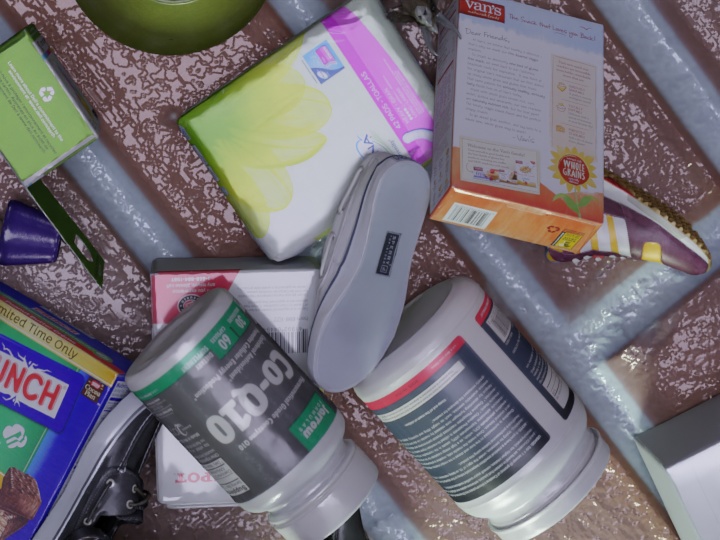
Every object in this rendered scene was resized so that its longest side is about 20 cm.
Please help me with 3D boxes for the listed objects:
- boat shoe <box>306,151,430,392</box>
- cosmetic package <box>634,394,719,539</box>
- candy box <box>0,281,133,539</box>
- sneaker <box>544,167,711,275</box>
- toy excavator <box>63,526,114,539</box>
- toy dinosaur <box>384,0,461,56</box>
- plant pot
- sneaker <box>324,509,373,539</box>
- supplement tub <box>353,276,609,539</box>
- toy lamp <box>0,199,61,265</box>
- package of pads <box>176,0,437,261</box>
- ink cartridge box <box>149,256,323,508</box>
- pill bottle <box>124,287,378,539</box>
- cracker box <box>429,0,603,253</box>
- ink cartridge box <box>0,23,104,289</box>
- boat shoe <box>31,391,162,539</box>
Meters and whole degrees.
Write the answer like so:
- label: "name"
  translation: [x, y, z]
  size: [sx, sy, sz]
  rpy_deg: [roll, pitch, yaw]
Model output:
- label: "boat shoe"
  translation: [0.000, 0.000, 1.663]
  size: [0.073, 0.065, 0.201]
  rpy_deg: [22, 92, -33]
- label: "cosmetic package"
  translation: [0.378, 0.200, 1.771]
  size: [0.199, 0.123, 0.200]
  rpy_deg: [-27, 100, 0]
- label: "candy box"
  translation: [-0.298, 0.131, 1.687]
  size: [0.169, 0.077, 0.201]
  rpy_deg: [29, 94, 16]
- label: "sneaker"
  translation: [0.206, -0.036, 1.747]
  size: [0.199, 0.075, 0.090]
  rpy_deg: [31, 103, -3]
- label: "toy excavator"
  translation: [-0.143, 0.271, 1.587]
  size: [0.199, 0.100, 0.195]
  rpy_deg: [31, 92, -19]
- label: "toy dinosaur"
  translation: [0.047, -0.277, 1.681]
  size: [0.077, 0.201, 0.102]
  rpy_deg: [-14, 133, 38]
- label: "plant pot"
  translation: [-0.151, -0.259, 1.605]
  size: [0.186, 0.200, 0.188]
  rpy_deg: [-1, 99, -5]
- label: "sneaker"
  translation: [0.012, 0.272, 1.773]
  size: [0.088, 0.074, 0.201]
  rpy_deg: [-8, 109, -4]
- label: "supplement tub"
  translation: [0.102, 0.118, 1.720]
  size: [0.140, 0.140, 0.200]
  rpy_deg: [-42, 100, 2]
- label: "toy lamp"
  translation: [-0.349, -0.043, 1.693]
  size: [0.199, 0.058, 0.059]
  rpy_deg: [13, 97, -7]
- label: "package of pads"
  translation: [-0.033, -0.119, 1.706]
  size: [0.199, 0.068, 0.155]
  rpy_deg: [-33, 99, 0]
- label: "ink cartridge box"
  translation: [-0.106, 0.093, 1.724]
  size: [0.144, 0.083, 0.201]
  rpy_deg: [-1, 99, -6]
- label: "pill bottle"
  translation: [-0.085, 0.121, 1.630]
  size: [0.113, 0.113, 0.200]
  rpy_deg: [-42, 102, 2]
- label: "cracker box"
  translation: [0.130, -0.124, 1.666]
  size: [0.133, 0.058, 0.201]
  rpy_deg: [13, 59, -14]
- label: "ink cartridge box"
  translation: [-0.241, -0.096, 1.649]
  size: [0.076, 0.148, 0.200]
  rpy_deg: [-35, 101, -1]
- label: "boat shoe"
  translation: [-0.206, 0.191, 1.644]
  size: [0.066, 0.070, 0.201]
  rpy_deg: [30, 79, 17]
